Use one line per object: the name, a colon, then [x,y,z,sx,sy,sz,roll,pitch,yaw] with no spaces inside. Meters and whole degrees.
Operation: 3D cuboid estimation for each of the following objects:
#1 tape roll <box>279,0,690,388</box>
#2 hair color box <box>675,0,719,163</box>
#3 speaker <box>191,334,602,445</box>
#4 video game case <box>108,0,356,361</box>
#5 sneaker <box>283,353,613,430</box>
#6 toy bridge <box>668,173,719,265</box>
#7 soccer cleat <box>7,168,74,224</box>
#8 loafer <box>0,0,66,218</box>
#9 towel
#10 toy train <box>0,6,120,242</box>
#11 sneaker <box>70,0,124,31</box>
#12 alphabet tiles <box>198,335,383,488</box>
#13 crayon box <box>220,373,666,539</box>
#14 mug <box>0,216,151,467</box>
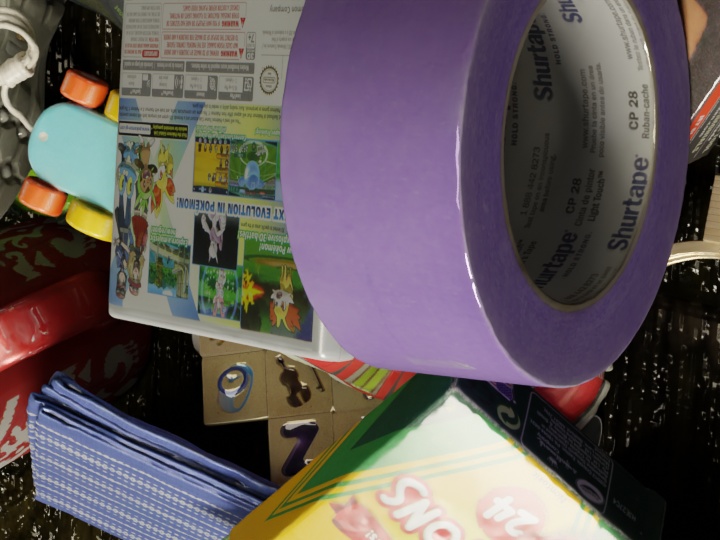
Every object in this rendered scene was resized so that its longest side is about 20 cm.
tape roll: [0.055,-0.055,1.123,0.085,0.200,0.201,4,107,32]
hair color box: [0.095,-0.145,1.230,0.200,0.061,0.102,41,123,16]
speaker: [0.017,0.055,1.333,0.199,0.081,0.082,31,120,22]
video game case: [-0.054,-0.061,1.199,0.200,0.022,0.184,9,96,58]
sneaker: [0.015,0.029,1.244,0.199,0.085,0.077,17,84,21]
toy bridge: [0.085,-0.023,1.262,0.199,0.027,0.068,11,87,21]
soccer cleat: [-0.196,-0.068,1.449,0.199,0.081,0.068,0,141,17]
loafer: [-0.198,-0.098,1.389,0.069,0.070,0.201,-9,55,35]
towel: [-0.098,0.111,1.369,0.144,0.024,0.200,25,162,2]
toy train: [-0.080,-0.096,1.310,0.199,0.056,0.151,-17,86,19]
sneaker: [-0.137,-0.181,1.372,0.200,0.074,0.081,54,129,10]
alphabet tiles: [0.000,0.000,1.306,0.165,0.006,0.201,-8,76,17]
crayon box: [0.024,0.134,1.240,0.127,0.051,0.200,40,121,-13]
mug: [-0.190,0.051,1.398,0.177,0.200,0.134,9,109,31]
